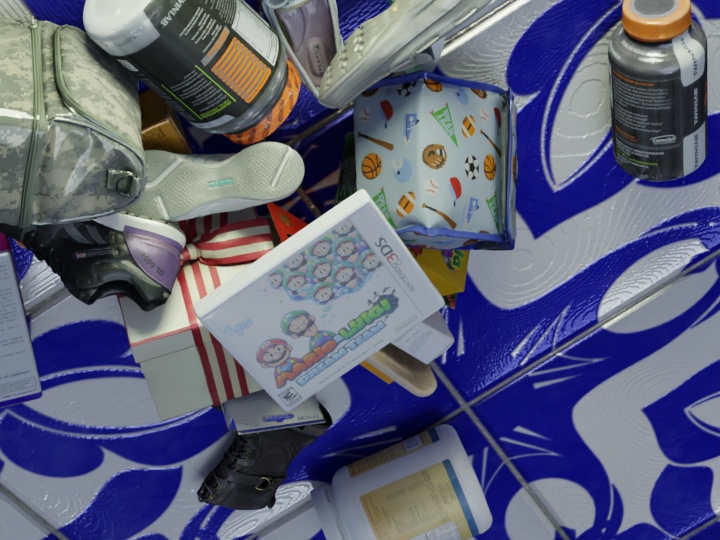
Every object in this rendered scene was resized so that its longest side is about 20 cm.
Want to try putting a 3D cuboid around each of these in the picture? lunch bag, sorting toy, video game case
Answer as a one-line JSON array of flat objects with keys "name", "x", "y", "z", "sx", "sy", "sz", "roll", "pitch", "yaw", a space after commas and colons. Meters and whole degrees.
[{"name": "lunch bag", "x": -0.281, "y": -0.137, "z": 1.436, "sx": 0.166, "sy": 0.201, "sz": 0.140, "roll": 7, "pitch": 124, "yaw": -18}, {"name": "sorting toy", "x": -0.016, "y": 0.042, "z": 1.690, "sx": 0.199, "sy": 0.186, "sz": 0.036, "roll": 32, "pitch": 113, "yaw": -36}, {"name": "video game case", "x": -0.037, "y": 0.034, "z": 1.529, "sx": 0.199, "sy": 0.024, "sz": 0.182, "roll": -34, "pitch": 135, "yaw": 4}, {"name": "lunch bag", "x": 0.096, "y": -0.107, "z": 1.607, "sx": 0.123, "sy": 0.172, "sz": 0.199, "roll": -3, "pitch": 174, "yaw": 40}]

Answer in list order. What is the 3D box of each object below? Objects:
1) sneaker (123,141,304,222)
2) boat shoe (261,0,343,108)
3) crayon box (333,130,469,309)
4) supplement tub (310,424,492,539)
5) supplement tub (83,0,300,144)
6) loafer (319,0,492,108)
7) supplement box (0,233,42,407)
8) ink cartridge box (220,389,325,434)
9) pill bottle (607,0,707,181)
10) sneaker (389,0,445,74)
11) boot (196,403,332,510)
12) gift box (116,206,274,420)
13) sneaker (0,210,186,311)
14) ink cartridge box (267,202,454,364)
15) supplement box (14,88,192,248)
[{"name": "sneaker", "x": -0.155, "y": -0.081, "z": 1.532, "sx": 0.198, "sy": 0.071, "sz": 0.080, "roll": -4, "pitch": 174, "yaw": -5}, {"name": "boat shoe", "x": -0.055, "y": -0.249, "z": 1.516, "sx": 0.074, "sy": 0.065, "sz": 0.203, "roll": -20, "pitch": 133, "yaw": -4}, {"name": "crayon box", "x": 0.060, "y": -0.056, "z": 1.682, "sx": 0.051, "sy": 0.128, "sz": 0.199, "roll": -15, "pitch": 147, "yaw": 43}, {"name": "supplement tub", "x": 0.051, "y": 0.293, "z": 1.958, "sx": 0.199, "sy": 0.145, "sz": 0.145, "roll": -23, "pitch": 133, "yaw": -1}, {"name": "supplement tub", "x": -0.153, "y": -0.212, "z": 1.471, "sx": 0.122, "sy": 0.123, "sz": 0.200, "roll": -38, "pitch": 131, "yaw": 13}, {"name": "loafer", "x": 0.042, "y": -0.217, "z": 1.486, "sx": 0.070, "sy": 0.070, "sz": 0.200, "roll": 37, "pitch": 120, "yaw": -26}, {"name": "supplement box", "x": -0.396, "y": 0.038, "z": 1.602, "sx": 0.103, "sy": 0.101, "sz": 0.201, "roll": -13, "pitch": 132, "yaw": -11}, {"name": "ink cartridge box", "x": -0.110, "y": 0.115, "z": 1.709, "sx": 0.099, "sy": 0.201, "sz": 0.039, "roll": -5, "pitch": 130, "yaw": -15}, {"name": "pill bottle", "x": 0.318, "y": -0.202, "z": 1.672, "sx": 0.105, "sy": 0.107, "sz": 0.201, "roll": -17, "pitch": 133, "yaw": -6}, {"name": "sneaker", "x": 0.029, "y": -0.274, "z": 1.532, "sx": 0.117, "sy": 0.074, "sz": 0.201, "roll": 1, "pitch": 136, "yaw": -6}, {"name": "boot", "x": -0.143, "y": 0.217, "z": 1.871, "sx": 0.199, "sy": 0.069, "sz": 0.174, "roll": 23, "pitch": 117, "yaw": -37}, {"name": "gift box", "x": -0.177, "y": 0.016, "z": 1.620, "sx": 0.183, "sy": 0.201, "sz": 0.187, "roll": -21, "pitch": 149, "yaw": -9}, {"name": "sneaker", "x": -0.271, "y": -0.017, "z": 1.482, "sx": 0.198, "sy": 0.088, "sz": 0.076, "roll": 13, "pitch": 159, "yaw": -2}, {"name": "ink cartridge box", "x": 0.000, "y": 0.000, "z": 1.679, "sx": 0.057, "sy": 0.163, "sz": 0.200, "roll": -41, "pitch": 131, "yaw": 15}, {"name": "supplement box", "x": -0.269, "y": -0.104, "z": 1.556, "sx": 0.199, "sy": 0.067, "sz": 0.069, "roll": -28, "pitch": 133, "yaw": 4}]
